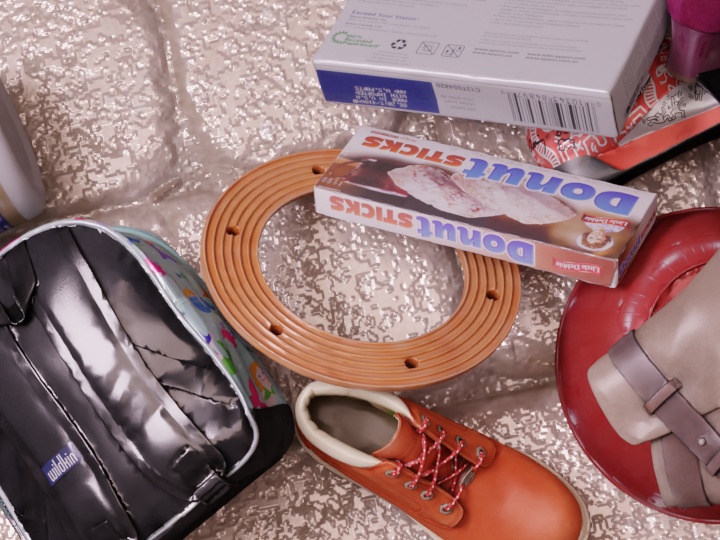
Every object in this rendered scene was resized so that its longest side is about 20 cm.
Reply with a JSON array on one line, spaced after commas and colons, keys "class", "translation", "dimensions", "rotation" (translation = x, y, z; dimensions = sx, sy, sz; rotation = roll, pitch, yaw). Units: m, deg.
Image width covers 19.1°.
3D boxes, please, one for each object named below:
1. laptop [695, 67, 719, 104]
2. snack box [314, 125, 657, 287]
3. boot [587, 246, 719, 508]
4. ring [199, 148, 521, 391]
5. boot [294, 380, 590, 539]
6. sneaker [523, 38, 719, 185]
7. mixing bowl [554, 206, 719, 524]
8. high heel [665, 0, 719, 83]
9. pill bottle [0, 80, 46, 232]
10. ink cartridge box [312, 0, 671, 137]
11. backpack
[{"class": "laptop", "translation": [0.308, -0.030, 1.280], "dimensions": [0.187, 0.116, 0.201], "rotation": [-16, 109, -35]}, {"class": "snack box", "translation": [0.075, -0.041, 1.307], "dimensions": [0.199, 0.024, 0.072], "rotation": [15, 42, 21]}, {"class": "boot", "translation": [0.194, 0.033, 1.189], "dimensions": [0.146, 0.070, 0.201], "rotation": [-25, 87, 23]}, {"class": "ring", "translation": [0.000, 0.000, 1.312], "dimensions": [0.199, 0.019, 0.201], "rotation": [8, 46, -8]}, {"class": "boot", "translation": [0.047, 0.122, 1.292], "dimensions": [0.199, 0.107, 0.075], "rotation": [24, 81, 7]}, {"class": "sneaker", "translation": [0.192, -0.129, 1.341], "dimensions": [0.201, 0.067, 0.108], "rotation": [-25, 81, 3]}, {"class": "mixing bowl", "translation": [0.217, 0.048, 1.288], "dimensions": [0.199, 0.108, 0.201], "rotation": [-1, 79, 5]}, {"class": "high heel", "translation": [0.262, -0.193, 1.301], "dimensions": [0.067, 0.096, 0.200], "rotation": [34, 54, 27]}, {"class": "pill bottle", "translation": [-0.310, -0.051, 1.351], "dimensions": [0.199, 0.116, 0.116], "rotation": [-23, 79, 1]}, {"class": "ink cartridge box", "translation": [0.097, -0.172, 1.326], "dimensions": [0.199, 0.041, 0.200], "rotation": [9, 51, 25]}, {"class": "backpack", "translation": [-0.152, 0.070, 1.291], "dimensions": [0.177, 0.151, 0.200], "rotation": [-40, 84, 12]}]
